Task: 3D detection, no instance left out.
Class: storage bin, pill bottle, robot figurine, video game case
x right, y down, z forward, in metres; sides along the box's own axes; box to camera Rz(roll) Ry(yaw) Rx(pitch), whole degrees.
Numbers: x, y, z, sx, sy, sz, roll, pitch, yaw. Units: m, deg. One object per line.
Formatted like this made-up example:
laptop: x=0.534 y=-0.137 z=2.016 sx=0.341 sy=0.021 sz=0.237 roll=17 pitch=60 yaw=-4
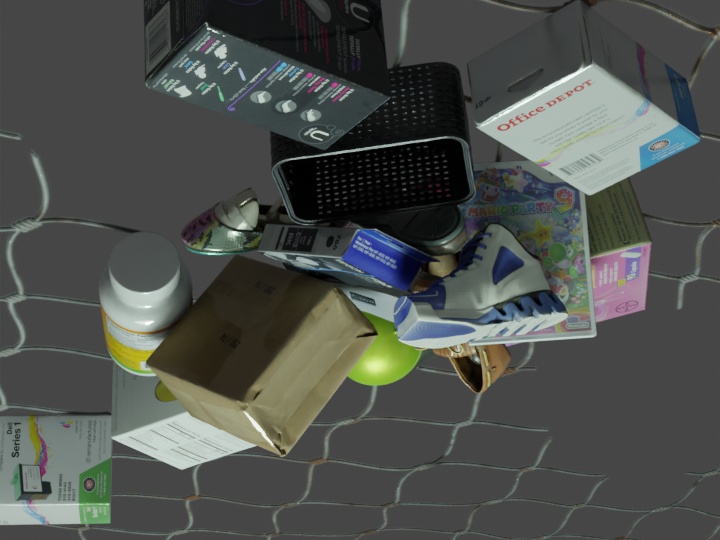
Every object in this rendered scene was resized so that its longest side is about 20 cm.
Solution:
storage bin: x=0.013 y=-0.129 z=1.530 sx=0.199 sy=0.094 sz=0.135 roll=-8 pitch=151 yaw=6
pill bottle: x=-0.256 y=0.037 z=1.782 sx=0.110 sy=0.112 sz=0.200 roll=-1 pitch=152 yaw=-6
robot figurine: x=0.021 y=0.082 z=1.849 sx=0.175 sy=0.116 sz=0.200 roll=-28 pitch=-179 yaw=3
video game case: x=0.182 y=-0.022 z=1.647 sx=0.142 sy=0.201 sz=0.018 roll=-4 pitch=174 yaw=0

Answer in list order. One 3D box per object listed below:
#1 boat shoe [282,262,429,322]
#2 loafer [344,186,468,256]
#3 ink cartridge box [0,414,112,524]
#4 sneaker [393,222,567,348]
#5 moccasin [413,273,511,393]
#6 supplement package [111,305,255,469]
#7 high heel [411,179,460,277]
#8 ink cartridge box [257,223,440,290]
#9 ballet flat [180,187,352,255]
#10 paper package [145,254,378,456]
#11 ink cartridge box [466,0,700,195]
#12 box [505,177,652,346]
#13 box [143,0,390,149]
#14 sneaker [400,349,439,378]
boat shoe: x=0.000 y=0.000 z=1.765 sx=0.199 sy=0.070 sz=0.071 roll=19 pitch=146 yaw=28
loafer: x=0.059 y=-0.046 z=1.625 sx=0.200 sy=0.072 sz=0.063 roll=23 pitch=151 yaw=55
ink cartridge box: x=-0.467 y=0.293 z=2.193 sx=0.199 sy=0.146 sz=0.084 roll=1 pitch=151 yaw=-8
sneaker: x=0.118 y=0.013 z=1.586 sx=0.198 sy=0.116 sz=0.081 roll=-5 pitch=159 yaw=-28
moccasin: x=0.109 y=0.074 z=1.711 sx=0.073 sy=0.078 sz=0.202 roll=18 pitch=155 yaw=31
supplement package: x=-0.203 y=0.147 z=1.950 sx=0.199 sy=0.152 sz=0.151 roll=-20 pitch=148 yaw=27
high heel: x=0.095 y=-0.027 z=1.726 sx=0.067 sy=0.097 sz=0.200 roll=-8 pitch=152 yaw=7
ink cartridge box: x=-0.016 y=-0.015 z=1.596 sx=0.099 sy=0.039 sz=0.200 roll=26 pitch=166 yaw=-35
ballet flat: x=-0.103 y=-0.058 z=1.687 sx=0.199 sy=0.069 sz=0.071 roll=1 pitch=134 yaw=-18
paper package: x=-0.114 y=0.092 z=1.704 sx=0.200 sy=0.191 sz=0.104 roll=13 pitch=147 yaw=49
ink cartridge box: x=0.223 y=-0.170 z=1.491 sx=0.144 sy=0.085 sz=0.200 roll=-26 pitch=146 yaw=35
box: x=0.232 y=-0.007 z=1.754 sx=0.199 sy=0.097 sz=0.176 roll=-14 pitch=152 yaw=0
box: x=-0.084 y=-0.208 z=1.336 sx=0.199 sy=0.123 sz=0.106 roll=17 pitch=145 yaw=-34
sneaker: x=0.106 y=0.101 z=1.992 sx=0.099 sy=0.071 sz=0.200 roll=14 pitch=143 yaw=-22
